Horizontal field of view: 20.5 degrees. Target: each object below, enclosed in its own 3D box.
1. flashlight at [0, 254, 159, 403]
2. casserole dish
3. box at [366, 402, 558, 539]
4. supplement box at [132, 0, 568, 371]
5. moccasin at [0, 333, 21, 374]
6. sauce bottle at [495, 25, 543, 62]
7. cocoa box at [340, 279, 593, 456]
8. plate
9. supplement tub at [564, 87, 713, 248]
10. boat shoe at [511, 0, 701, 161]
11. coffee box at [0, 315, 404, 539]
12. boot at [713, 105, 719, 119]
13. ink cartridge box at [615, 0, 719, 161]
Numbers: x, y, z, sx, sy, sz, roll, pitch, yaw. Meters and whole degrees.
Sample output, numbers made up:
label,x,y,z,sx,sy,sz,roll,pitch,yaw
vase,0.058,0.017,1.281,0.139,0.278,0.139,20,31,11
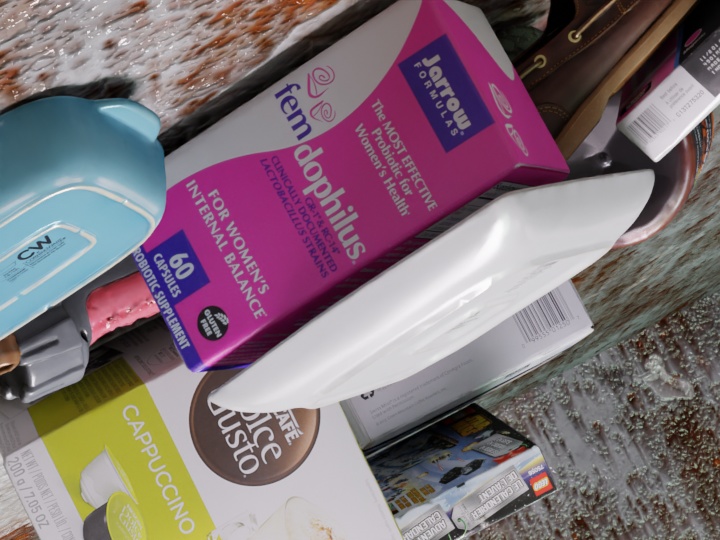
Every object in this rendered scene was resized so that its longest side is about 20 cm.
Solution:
label,x,y,z,sx,sy,sz,roll,pitch,yaw
flashlight,-0.119,0.018,1.122,0.199,0.069,0.067,-27,-155,-38
casserole dish,-0.170,-0.007,0.900,0.199,0.039,0.121,-33,157,14
box,0.054,0.157,1.462,0.136,0.040,0.200,-27,-172,-6
supplement box,-0.011,-0.042,1.001,0.199,0.102,0.103,-32,170,16
moccasin,-0.240,0.071,1.048,0.201,0.078,0.073,-36,167,34
sauce bottle,0.047,-0.068,1.176,0.064,0.065,0.200,-19,164,-41
cocoa box,0.050,0.042,1.514,0.199,0.134,0.131,-26,172,-15
plate,0.046,0.015,1.019,0.199,0.032,0.199,-35,169,27
supplement tub,0.165,-0.084,1.242,0.107,0.107,0.200,-32,-176,20
boat shoe,0.127,-0.130,1.060,0.200,0.070,0.070,-48,179,-9
coffee box,-0.103,0.142,1.261,0.197,0.201,0.200,-27,-170,-10
boot,0.218,-0.111,1.460,0.130,0.068,0.200,-31,178,-12
ink cartridge box,0.193,-0.140,1.115,0.095,0.037,0.200,-45,-171,28
